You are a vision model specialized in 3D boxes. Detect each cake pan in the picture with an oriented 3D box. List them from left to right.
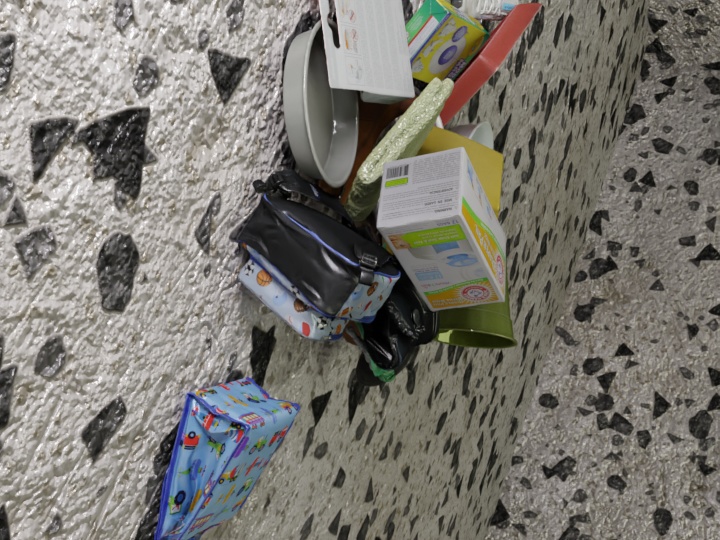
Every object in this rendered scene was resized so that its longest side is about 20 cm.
[{"bbox_3d":[-0.048,-0.204,1.097,0.200,0.036,0.206,0,90,-73],"label":"cake pan"}]

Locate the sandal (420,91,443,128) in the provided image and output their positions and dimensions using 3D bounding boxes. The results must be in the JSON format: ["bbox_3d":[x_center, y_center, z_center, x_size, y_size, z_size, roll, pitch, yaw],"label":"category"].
[{"bbox_3d":[0.104,-0.198,1.489,0.049,0.082,0.206,-27,134,-23],"label":"sandal"}]

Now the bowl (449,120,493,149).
[{"bbox_3d":[0.170,-0.179,1.622,0.201,0.089,0.205,-47,144,-50],"label":"bowl"}]

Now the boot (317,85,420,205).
[{"bbox_3d":[0.019,-0.183,1.288,0.188,0.067,0.205,15,91,-68],"label":"boot"}]

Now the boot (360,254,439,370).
[{"bbox_3d":[0.059,0.023,1.231,0.168,0.075,0.206,-19,109,-66],"label":"boot"}]

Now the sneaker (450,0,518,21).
[{"bbox_3d":[0.210,-0.446,1.464,0.199,0.085,0.077,-32,137,-57],"label":"sneaker"}]

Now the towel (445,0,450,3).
[{"bbox_3d":[0.152,-0.405,1.510,0.151,0.036,0.201,-67,157,-18],"label":"towel"}]

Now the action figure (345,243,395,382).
[{"bbox_3d":[0.019,0.078,1.292,0.118,0.054,0.204,-38,124,-42],"label":"action figure"}]

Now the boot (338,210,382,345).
[{"bbox_3d":[0.000,0.000,1.358,0.202,0.069,0.148,77,33,-50],"label":"boot"}]

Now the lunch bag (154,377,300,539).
[{"bbox_3d":[-0.172,0.250,1.093,0.204,0.093,0.150,-69,161,8],"label":"lunch bag"}]

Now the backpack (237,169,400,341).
[{"bbox_3d":[-0.043,-0.003,1.099,0.155,0.200,0.189,-55,155,17],"label":"backpack"}]

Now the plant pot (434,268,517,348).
[{"bbox_3d":[0.231,0.047,1.826,0.200,0.195,0.195,39,55,-66],"label":"plant pot"}]

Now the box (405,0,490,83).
[{"bbox_3d":[0.127,-0.349,1.385,0.118,0.049,0.199,-48,162,23],"label":"box"}]

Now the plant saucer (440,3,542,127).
[{"bbox_3d":[0.197,-0.339,1.463,0.201,0.036,0.199,-56,-173,-34],"label":"plant saucer"}]

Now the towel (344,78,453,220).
[{"bbox_3d":[0.052,-0.164,1.211,0.201,0.036,0.149,-51,175,-21],"label":"towel"}]

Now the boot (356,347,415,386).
[{"bbox_3d":[0.036,0.125,1.466,0.190,0.068,0.200,-57,-175,-21],"label":"boot"}]

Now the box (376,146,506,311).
[{"bbox_3d":[0.110,-0.046,1.135,0.201,0.110,0.103,54,35,-49],"label":"box"}]

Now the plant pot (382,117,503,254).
[{"bbox_3d":[0.133,-0.099,1.399,0.202,0.172,0.203,-76,167,-48],"label":"plant pot"}]

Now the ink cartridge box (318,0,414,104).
[{"bbox_3d":[-0.006,-0.301,1.132,0.198,0.046,0.164,-10,93,-55],"label":"ink cartridge box"}]
